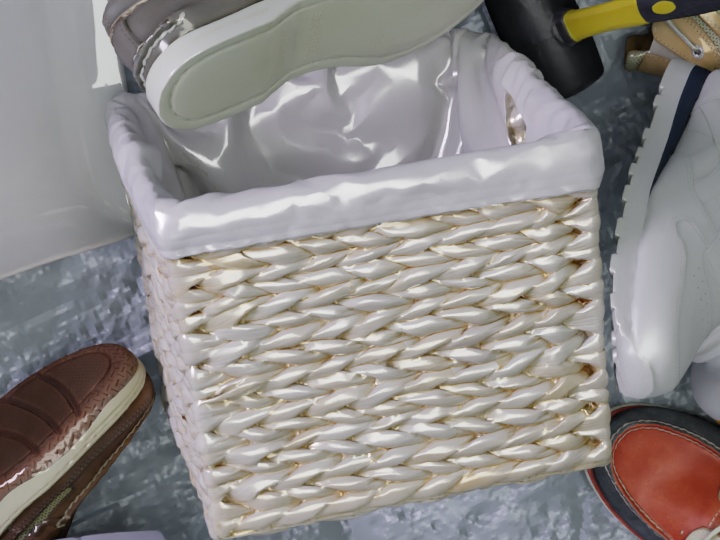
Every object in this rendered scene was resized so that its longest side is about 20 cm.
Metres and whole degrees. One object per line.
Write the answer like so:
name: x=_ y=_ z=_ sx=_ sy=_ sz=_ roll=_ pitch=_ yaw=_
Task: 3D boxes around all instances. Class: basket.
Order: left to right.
basket: x=0.000 y=0.000 z=1.166 sx=0.199 sy=0.198 sz=0.162 roll=-12 pitch=110 yaw=-8

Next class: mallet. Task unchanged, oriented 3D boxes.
mallet: x=0.122 y=-0.128 z=1.177 sx=0.041 sy=0.200 sz=0.066 roll=-35 pitch=96 yaw=-27

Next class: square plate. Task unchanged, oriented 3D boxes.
square plate: x=-0.177 y=-0.094 z=1.156 sx=0.028 sy=0.200 sz=0.199 roll=-1 pitch=102 yaw=33

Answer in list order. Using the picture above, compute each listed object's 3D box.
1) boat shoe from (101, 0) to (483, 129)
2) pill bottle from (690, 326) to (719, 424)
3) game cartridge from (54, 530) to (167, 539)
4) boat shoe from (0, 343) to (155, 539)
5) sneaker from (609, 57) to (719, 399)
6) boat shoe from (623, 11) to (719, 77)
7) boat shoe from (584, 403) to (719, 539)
boat shoe: x=-0.021 y=-0.125 z=1.158 sx=0.201 sy=0.072 sz=0.060 roll=-23 pitch=58 yaw=-31
pill bottle: x=0.238 y=0.055 z=1.259 sx=0.200 sy=0.109 sz=0.109 roll=38 pitch=91 yaw=-12
game cartridge: x=-0.178 y=0.189 z=1.208 sx=0.199 sy=0.041 sz=0.134 roll=-16 pitch=132 yaw=-13
boat shoe: x=-0.168 y=0.121 z=1.231 sx=0.202 sy=0.075 sz=0.075 roll=-40 pitch=121 yaw=4
sneaker: x=0.158 y=-0.021 z=1.149 sx=0.080 sy=0.201 sz=0.077 roll=12 pitch=138 yaw=11
boat shoe: x=0.160 y=-0.119 z=1.250 sx=0.076 sy=0.072 sz=0.200 roll=-36 pitch=96 yaw=12
boat shoe: x=0.197 y=0.137 z=1.289 sx=0.200 sy=0.063 sz=0.071 roll=39 pitch=93 yaw=-11
